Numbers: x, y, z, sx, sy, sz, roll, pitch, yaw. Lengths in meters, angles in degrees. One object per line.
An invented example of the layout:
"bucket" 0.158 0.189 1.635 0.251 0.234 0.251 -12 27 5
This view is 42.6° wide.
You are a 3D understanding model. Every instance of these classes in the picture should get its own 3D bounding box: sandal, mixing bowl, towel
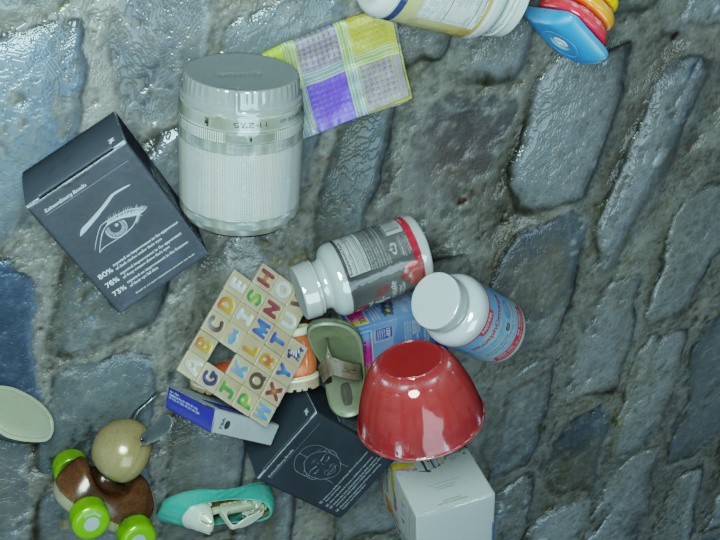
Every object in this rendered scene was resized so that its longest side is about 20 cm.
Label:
"sandal" -0.029 0.153 1.398 0.079 0.058 0.203 -9 124 8
"mixing bowl" 0.081 0.175 1.370 0.198 0.200 0.110 -19 119 -12
"towel" -0.030 -0.263 1.250 0.198 0.023 0.145 -20 126 -12

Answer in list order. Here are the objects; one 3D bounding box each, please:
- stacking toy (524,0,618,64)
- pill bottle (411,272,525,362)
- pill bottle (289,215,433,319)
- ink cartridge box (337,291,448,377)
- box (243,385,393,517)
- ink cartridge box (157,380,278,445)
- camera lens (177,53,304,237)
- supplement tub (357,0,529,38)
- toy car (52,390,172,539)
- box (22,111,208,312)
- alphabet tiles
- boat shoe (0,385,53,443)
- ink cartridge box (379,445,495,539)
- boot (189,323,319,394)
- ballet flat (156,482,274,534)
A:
"stacking toy" 0.331 -0.402 1.292 0.109 0.116 0.201 32 89 -35
"pill bottle" 0.161 0.068 1.388 0.109 0.109 0.199 -51 143 11
"pill bottle" 0.000 0.000 1.368 0.198 0.111 0.112 -20 126 -12
"ink cartridge box" 0.068 0.107 1.486 0.197 0.076 0.138 -15 124 -17
"box" -0.068 0.289 1.515 0.149 0.107 0.199 -47 127 9
"ink cartridge box" -0.213 0.213 1.367 0.200 0.099 0.040 34 78 -57
"camera lens" -0.152 -0.156 1.175 0.158 0.160 0.202 -7 122 -20
"supplement tub" 0.105 -0.375 1.165 0.197 0.145 0.146 5 117 -26
"toy car" -0.341 0.280 1.366 0.157 0.164 0.201 34 91 -35
"box" -0.313 -0.073 1.188 0.147 0.105 0.201 -32 126 -2
"alphabet tiles" -0.154 0.100 1.353 0.167 0.008 0.202 37 70 -25
"boat shoe" -0.527 0.200 1.296 0.067 0.073 0.199 -24 145 38
"ink cartridge box" 0.126 0.385 1.602 0.143 0.201 0.149 -13 124 -13
"boot" -0.164 0.133 1.411 0.197 0.075 0.109 -6 102 -13
"ballet flat" -0.234 0.398 1.530 0.197 0.071 0.068 -5 122 -21
